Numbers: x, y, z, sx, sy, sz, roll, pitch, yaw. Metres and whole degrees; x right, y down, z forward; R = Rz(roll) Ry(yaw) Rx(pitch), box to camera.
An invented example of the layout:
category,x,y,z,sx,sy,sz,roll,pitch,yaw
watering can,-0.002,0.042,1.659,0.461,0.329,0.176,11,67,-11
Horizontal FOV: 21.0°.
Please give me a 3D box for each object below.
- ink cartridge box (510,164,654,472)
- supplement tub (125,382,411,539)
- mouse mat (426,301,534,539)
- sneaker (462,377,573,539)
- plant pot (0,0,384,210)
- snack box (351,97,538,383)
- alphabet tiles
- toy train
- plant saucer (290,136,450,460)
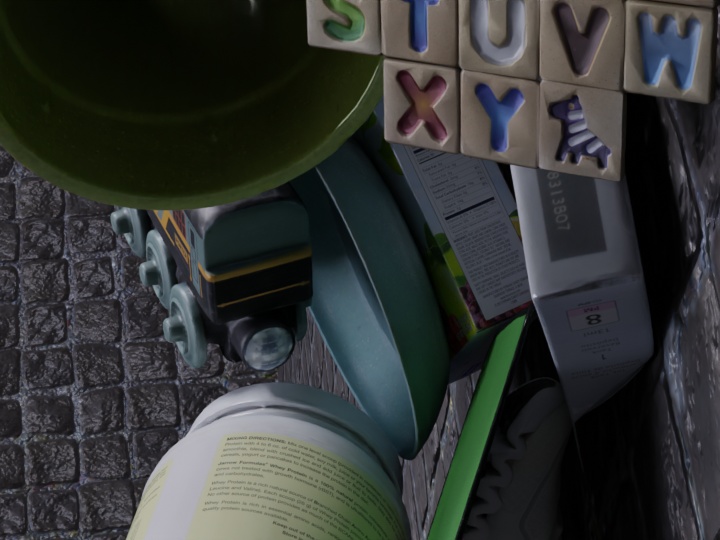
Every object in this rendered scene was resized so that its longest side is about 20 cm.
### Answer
category,x,y,z,sx,sy,sz,roll,pitch,yaw
ink cartridge box,0.093,-0.024,0.828,0.200,0.057,0.164,57,-158,-61
supplement tub,-0.052,0.164,0.967,0.201,0.144,0.146,-74,-13,-54
mouse mat,0.044,0.097,0.857,0.200,0.007,0.162,105,-176,-84
sneaker,0.073,0.146,0.945,0.075,0.080,0.201,-74,2,-72
plant pot,-0.092,-0.166,0.927,0.201,0.198,0.191,92,169,-45
snack box,0.036,-0.021,1.036,0.200,0.053,0.143,117,130,-75
alphabet tiles,0.048,-0.133,0.675,0.006,0.165,0.202,-31,-53,-51
toy train,-0.083,-0.034,1.059,0.200,0.085,0.115,-123,27,-48
plant saucer,0.000,0.000,1.016,0.201,0.036,0.200,61,167,24
